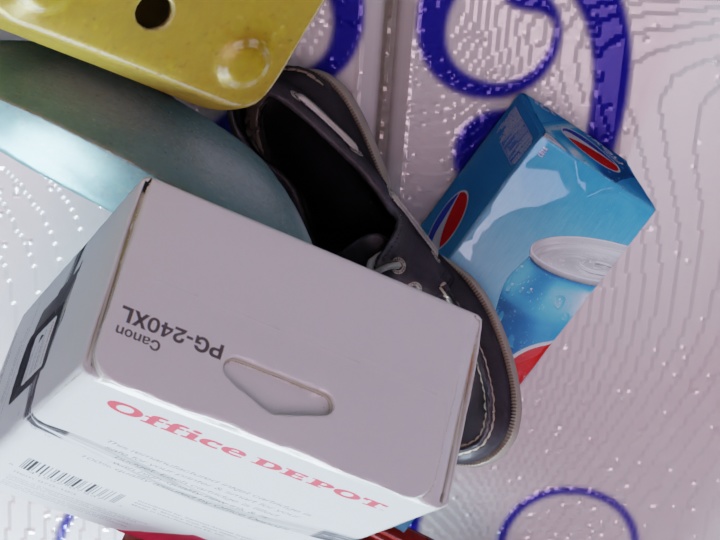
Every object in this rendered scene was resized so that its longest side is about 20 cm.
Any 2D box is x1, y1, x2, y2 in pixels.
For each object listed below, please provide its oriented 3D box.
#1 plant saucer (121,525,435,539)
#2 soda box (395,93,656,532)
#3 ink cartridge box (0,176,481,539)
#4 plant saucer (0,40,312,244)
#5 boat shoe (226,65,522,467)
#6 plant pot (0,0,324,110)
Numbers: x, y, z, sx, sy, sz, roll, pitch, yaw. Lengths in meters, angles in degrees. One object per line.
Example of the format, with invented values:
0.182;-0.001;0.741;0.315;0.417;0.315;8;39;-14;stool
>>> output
-0.023;0.177;0.845;0.200;0.200;0.037;27;136;-6;plant saucer
0.048;0.021;0.869;0.068;0.064;0.200;31;108;-17;soda box
-0.060;0.053;0.748;0.145;0.200;0.083;23;65;-16;ink cartridge box
-0.096;-0.051;0.768;0.201;0.201;0.039;30;82;-17;plant saucer
0.000;0.000;0.807;0.073;0.063;0.200;-32;80;20;boat shoe
-0.088;-0.167;0.668;0.194;0.200;0.196;19;112;-39;plant pot
